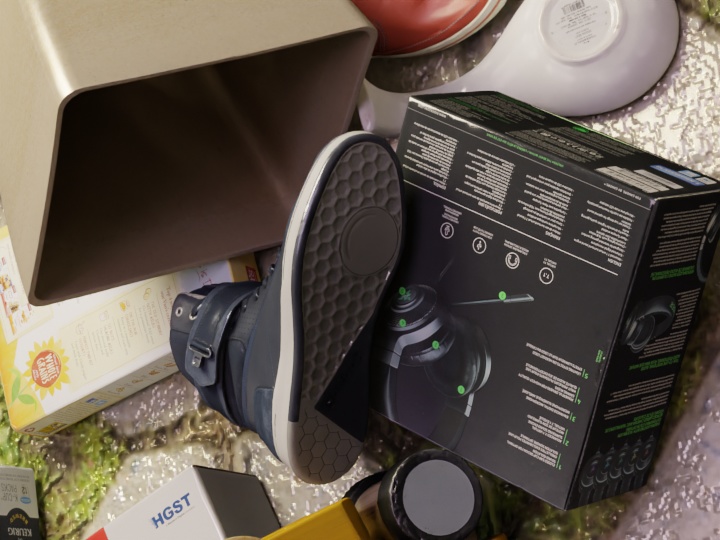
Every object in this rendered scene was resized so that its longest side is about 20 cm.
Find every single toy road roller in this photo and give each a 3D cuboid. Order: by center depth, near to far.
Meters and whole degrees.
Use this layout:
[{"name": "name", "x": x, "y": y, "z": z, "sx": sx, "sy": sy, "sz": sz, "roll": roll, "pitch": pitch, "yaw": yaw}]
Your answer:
[{"name": "toy road roller", "x": -0.002, "y": 0.199, "z": 1.311, "sx": 0.146, "sy": 0.200, "sz": 0.123, "roll": 65, "pitch": 160, "yaw": 6}]

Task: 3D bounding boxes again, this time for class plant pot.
[{"name": "plant pot", "x": -0.133, "y": -0.125, "z": 1.406, "sx": 0.177, "sy": 0.199, "sz": 0.200, "roll": 60, "pitch": 151, "yaw": 29}]

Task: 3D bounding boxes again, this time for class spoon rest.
[{"name": "spoon rest", "x": 0.096, "y": -0.127, "z": 1.394, "sx": 0.199, "sy": 0.061, "sz": 0.100, "roll": -19, "pitch": 72, "yaw": 14}]

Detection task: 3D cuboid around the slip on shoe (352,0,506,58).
[{"name": "slip on shoe", "x": 0.005, "y": -0.172, "z": 1.449, "sx": 0.199, "sy": 0.061, "sz": 0.074, "roll": -6, "pitch": 76, "yaw": 30}]

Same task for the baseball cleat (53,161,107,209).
[{"name": "baseball cleat", "x": -0.215, "y": -0.091, "z": 1.539, "sx": 0.200, "sy": 0.070, "sz": 0.107, "roll": 20, "pitch": 74, "yaw": 48}]

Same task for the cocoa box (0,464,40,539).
[{"name": "cocoa box", "x": -0.326, "y": 0.211, "z": 1.538, "sx": 0.200, "sy": 0.133, "sz": 0.132, "roll": -17, "pitch": 73, "yaw": 28}]

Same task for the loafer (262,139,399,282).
[{"name": "loafer", "x": 0.000, "y": 0.000, "z": 1.415, "sx": 0.200, "sy": 0.076, "sz": 0.068, "roll": -50, "pitch": 60, "yaw": 25}]

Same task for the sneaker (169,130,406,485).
[{"name": "sneaker", "x": -0.047, "y": 0.003, "z": 1.331, "sx": 0.146, "sy": 0.077, "sz": 0.203, "roll": 31, "pitch": 115, "yaw": 52}]

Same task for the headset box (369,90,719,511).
[{"name": "headset box", "x": 0.095, "y": 0.020, "z": 1.312, "sx": 0.174, "sy": 0.093, "sz": 0.201, "roll": 25, "pitch": 109, "yaw": 33}]

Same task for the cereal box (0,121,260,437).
[{"name": "cereal box", "x": -0.161, "y": 0.008, "z": 1.530, "sx": 0.200, "sy": 0.039, "sz": 0.144, "roll": -26, "pitch": 66, "yaw": 25}]

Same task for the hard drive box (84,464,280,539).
[{"name": "hard drive box", "x": -0.102, "y": 0.247, "z": 1.426, "sx": 0.156, "sy": 0.077, "sz": 0.200, "roll": -37, "pitch": 63, "yaw": 21}]
